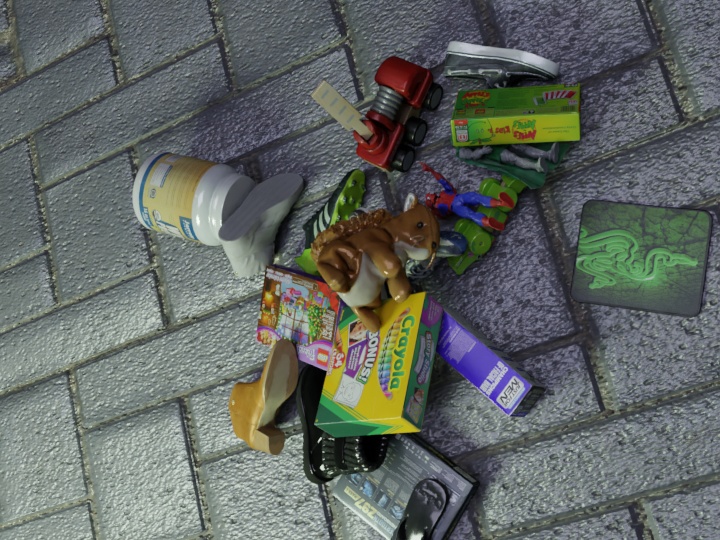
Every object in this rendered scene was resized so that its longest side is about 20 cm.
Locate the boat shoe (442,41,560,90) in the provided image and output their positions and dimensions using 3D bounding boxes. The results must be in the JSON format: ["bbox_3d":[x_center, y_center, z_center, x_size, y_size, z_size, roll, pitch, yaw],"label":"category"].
[{"bbox_3d":[0.226,-0.325,1.491,0.196,0.071,0.069,15,93,22],"label":"boat shoe"}]

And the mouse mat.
[{"bbox_3d":[0.427,-0.021,1.394,0.196,0.008,0.165,7,85,25],"label":"mouse mat"}]

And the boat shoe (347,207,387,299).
[{"bbox_3d":[0.000,0.000,1.515,0.073,0.059,0.205,10,109,58],"label":"boat shoe"}]

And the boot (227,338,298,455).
[{"bbox_3d":[-0.175,0.205,1.561,0.143,0.070,0.206,15,100,51],"label":"boot"}]

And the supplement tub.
[{"bbox_3d":[-0.297,-0.128,1.652,0.196,0.144,0.148,14,88,25],"label":"supplement tub"}]

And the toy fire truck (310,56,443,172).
[{"bbox_3d":[0.026,-0.276,1.501,0.127,0.199,0.179,27,93,24],"label":"toy fire truck"}]

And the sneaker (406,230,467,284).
[{"bbox_3d":[0.099,-0.021,1.488,0.198,0.076,0.087,0,94,50],"label":"sneaker"}]

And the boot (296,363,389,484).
[{"bbox_3d":[-0.027,0.232,1.475,0.157,0.078,0.216,-32,57,45],"label":"boot"}]

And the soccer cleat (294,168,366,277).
[{"bbox_3d":[-0.056,-0.088,1.587,0.080,0.067,0.203,27,94,37],"label":"soccer cleat"}]

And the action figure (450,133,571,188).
[{"bbox_3d":[0.222,-0.192,1.462,0.198,0.056,0.118,18,46,41],"label":"action figure"}]

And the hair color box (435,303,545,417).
[{"bbox_3d":[0.186,0.140,1.419,0.199,0.109,0.065,40,97,24],"label":"hair color box"}]

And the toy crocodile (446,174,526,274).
[{"bbox_3d":[0.208,-0.082,1.472,0.202,0.061,0.067,-58,30,5],"label":"toy crocodile"}]

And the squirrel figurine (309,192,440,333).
[{"bbox_3d":[0.025,-0.041,1.385,0.186,0.142,0.200,-41,37,1],"label":"squirrel figurine"}]

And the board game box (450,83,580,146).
[{"bbox_3d":[0.247,-0.245,1.438,0.195,0.102,0.048,-1,127,15],"label":"board game box"}]

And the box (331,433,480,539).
[{"bbox_3d":[0.071,0.351,1.470,0.198,0.051,0.160,33,96,23],"label":"box"}]

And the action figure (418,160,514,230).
[{"bbox_3d":[0.145,-0.118,1.446,0.066,0.098,0.199,-62,28,-6],"label":"action figure"}]

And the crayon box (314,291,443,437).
[{"bbox_3d":[0.029,0.143,1.380,0.170,0.058,0.204,-14,52,41],"label":"crayon box"}]

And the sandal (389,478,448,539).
[{"bbox_3d":[0.076,0.420,1.409,0.075,0.043,0.205,16,91,23],"label":"sandal"}]

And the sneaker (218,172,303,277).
[{"bbox_3d":[-0.169,-0.078,1.628,0.073,0.117,0.200,26,57,31],"label":"sneaker"}]

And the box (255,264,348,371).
[{"bbox_3d":[-0.096,0.077,1.546,0.198,0.039,0.140,15,99,44],"label":"box"}]
